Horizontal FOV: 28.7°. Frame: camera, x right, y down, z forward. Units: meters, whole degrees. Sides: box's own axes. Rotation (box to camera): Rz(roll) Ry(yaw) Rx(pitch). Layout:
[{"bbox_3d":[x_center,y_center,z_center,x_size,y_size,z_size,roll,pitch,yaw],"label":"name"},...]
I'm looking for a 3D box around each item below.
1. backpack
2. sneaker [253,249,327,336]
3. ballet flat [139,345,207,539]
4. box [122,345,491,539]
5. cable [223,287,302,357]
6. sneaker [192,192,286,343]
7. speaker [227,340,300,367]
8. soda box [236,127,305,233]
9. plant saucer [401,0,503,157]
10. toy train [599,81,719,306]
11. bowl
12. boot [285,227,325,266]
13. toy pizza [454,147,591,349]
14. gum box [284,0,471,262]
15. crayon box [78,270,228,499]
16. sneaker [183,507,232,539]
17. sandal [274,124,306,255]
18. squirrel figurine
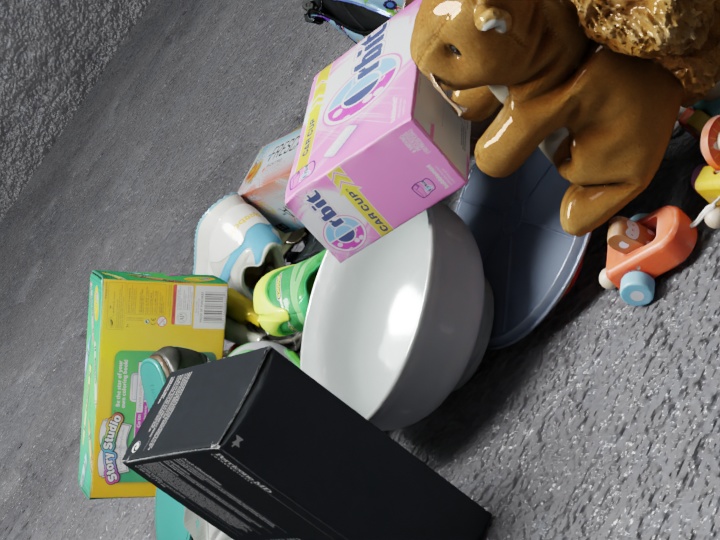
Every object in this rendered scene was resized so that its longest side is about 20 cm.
[{"bbox_3d":[0.061,-0.257,1.375,0.135,0.182,0.200,-58,25,1],"label":"backpack"},{"bbox_3d":[0.000,0.000,1.201,0.083,0.075,0.200,0,29,48],"label":"sneaker"},{"bbox_3d":[-0.146,0.165,1.242,0.068,0.068,0.202,3,100,49],"label":"ballet flat"},{"bbox_3d":[-0.035,0.143,0.927,0.141,0.200,0.079,-14,42,56],"label":"box"},{"bbox_3d":[-0.071,0.071,1.286,0.050,0.098,0.199,-25,24,-33],"label":"cable"},{"bbox_3d":[-0.117,0.016,1.385,0.076,0.081,0.201,-38,-25,-26],"label":"sneaker"},{"bbox_3d":[-0.064,0.120,1.175,0.089,0.088,0.200,-52,22,-1],"label":"speaker"},{"bbox_3d":[-0.045,-0.088,1.298,0.064,0.068,0.200,-61,19,-17],"label":"soda box"},{"bbox_3d":[0.096,-0.187,1.109,0.200,0.034,0.203,-11,77,57],"label":"plant saucer"},{"bbox_3d":[0.217,-0.079,0.960,0.150,0.055,0.201,-30,31,43],"label":"toy train"},{"bbox_3d":[0.038,0.035,1.054,0.201,0.090,0.203,-45,36,46],"label":"bowl"},{"bbox_3d":[0.012,-0.065,1.323,0.198,0.073,0.163,-30,28,58],"label":"boot"},{"bbox_3d":[0.127,-0.036,1.061,0.200,0.031,0.202,-46,35,45],"label":"toy pizza"},{"bbox_3d":[0.018,-0.111,1.031,0.113,0.066,0.201,-31,27,25],"label":"gum box"},{"bbox_3d":[-0.190,0.105,1.285,0.058,0.118,0.202,-163,77,-67],"label":"crayon box"},{"bbox_3d":[-0.098,0.198,1.132,0.201,0.079,0.071,-107,31,-60],"label":"sneaker"},{"bbox_3d":[-0.075,-0.063,1.508,0.057,0.080,0.202,16,76,48],"label":"sandal"},{"bbox_3d":[0.134,-0.151,0.904,0.199,0.186,0.142,-33,39,28],"label":"squirrel figurine"}]
